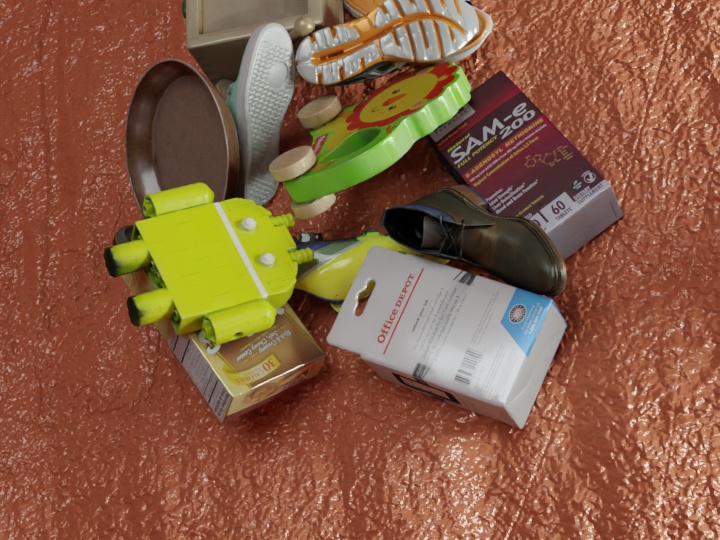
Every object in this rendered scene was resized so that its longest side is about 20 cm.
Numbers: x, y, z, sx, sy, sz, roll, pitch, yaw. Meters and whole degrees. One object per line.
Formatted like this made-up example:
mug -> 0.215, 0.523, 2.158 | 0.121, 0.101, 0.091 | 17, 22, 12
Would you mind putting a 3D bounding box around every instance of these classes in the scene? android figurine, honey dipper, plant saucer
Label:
android figurine -> -0.144, -0.008, 1.604 | 0.200, 0.041, 0.182 | -14, 60, -24
honey dipper -> -0.112, -0.222, 1.783 | 0.200, 0.038, 0.038 | -35, 45, 42
plant saucer -> -0.188, -0.127, 1.748 | 0.200, 0.034, 0.201 | 12, 105, 48

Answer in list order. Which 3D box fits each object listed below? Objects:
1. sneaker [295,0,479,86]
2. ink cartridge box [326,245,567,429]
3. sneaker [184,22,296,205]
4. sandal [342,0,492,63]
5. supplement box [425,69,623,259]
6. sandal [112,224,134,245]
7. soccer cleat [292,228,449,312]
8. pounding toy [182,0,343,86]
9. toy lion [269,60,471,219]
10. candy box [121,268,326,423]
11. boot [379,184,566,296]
sneaker -> 0.028, -0.245, 1.743 | 0.200, 0.077, 0.078 | -14, 85, 1
ink cartridge box -> 0.082, 0.061, 1.566 | 0.200, 0.068, 0.116 | 19, 75, 28
sneaker -> -0.137, -0.180, 1.756 | 0.118, 0.074, 0.201 | 29, 119, 39
sandal -> 0.050, -0.292, 1.804 | 0.207, 0.059, 0.079 | 27, 75, 33
supplement box -> 0.161, -0.100, 1.642 | 0.109, 0.061, 0.200 | -37, 53, -1
sandal -> -0.196, 0.004, 1.720 | 0.055, 0.082, 0.200 | -53, 45, 15
soccer cleat -> 0.000, 0.000, 1.663 | 0.200, 0.065, 0.084 | -3, 90, 17
pounding toy -> -0.123, -0.307, 1.858 | 0.200, 0.142, 0.184 | -9, 65, 13
toy lion -> 0.020, -0.148, 1.675 | 0.191, 0.069, 0.200 | -19, 24, 23
candy box -> -0.139, 0.044, 1.628 | 0.115, 0.055, 0.200 | -23, 64, -32
boot -> 0.105, -0.020, 1.550 | 0.097, 0.075, 0.200 | -10, 28, -31
